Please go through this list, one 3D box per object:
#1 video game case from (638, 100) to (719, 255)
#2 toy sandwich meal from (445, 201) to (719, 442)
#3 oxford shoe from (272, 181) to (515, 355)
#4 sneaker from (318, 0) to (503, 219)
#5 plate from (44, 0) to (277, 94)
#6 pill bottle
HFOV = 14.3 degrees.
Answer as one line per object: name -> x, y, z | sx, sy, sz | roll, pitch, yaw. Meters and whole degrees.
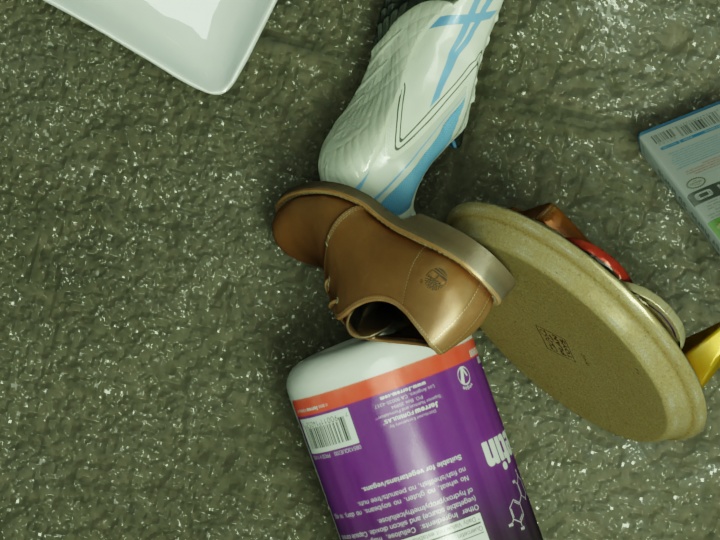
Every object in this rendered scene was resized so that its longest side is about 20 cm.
video game case -> 0.263, -0.043, 1.624 | 0.143, 0.200, 0.018 | -21, 132, -9
toy sandwich meal -> 0.130, 0.018, 1.616 | 0.205, 0.205, 0.070 | 43, 72, -1
oxford shoe -> 0.000, 0.000, 1.617 | 0.071, 0.200, 0.071 | 44, 77, -32
sneaker -> 0.043, -0.120, 1.682 | 0.072, 0.072, 0.200 | 34, 81, -40
plate -> -0.119, -0.233, 1.687 | 0.199, 0.032, 0.200 | 29, 90, -2
pill bottle -> 0.038, 0.131, 1.655 | 0.112, 0.112, 0.201 | -20, 92, -1
